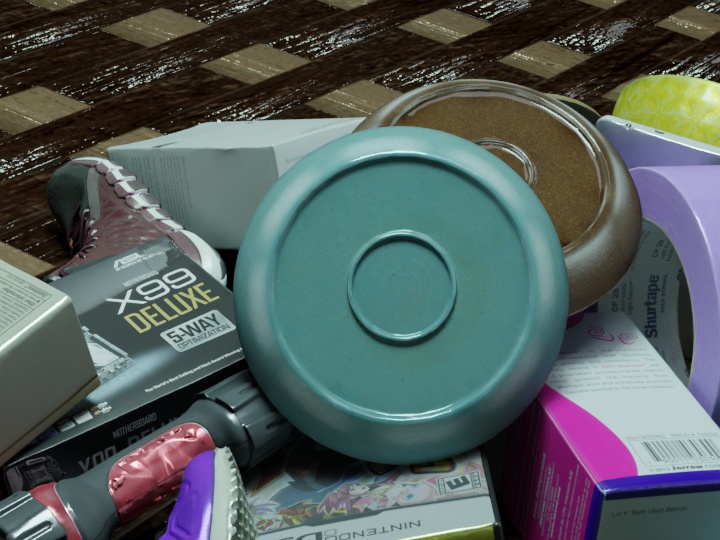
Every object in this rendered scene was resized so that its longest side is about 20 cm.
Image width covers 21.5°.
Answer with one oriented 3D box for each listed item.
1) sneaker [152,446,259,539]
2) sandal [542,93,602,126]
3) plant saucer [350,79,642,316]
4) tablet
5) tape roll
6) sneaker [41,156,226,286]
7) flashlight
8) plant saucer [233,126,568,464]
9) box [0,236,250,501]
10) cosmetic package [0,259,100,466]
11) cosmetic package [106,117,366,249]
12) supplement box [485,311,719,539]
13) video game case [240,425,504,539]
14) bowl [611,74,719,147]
[{"bbox_3d":[-0.106,0.173,0.991,0.099,0.070,0.201,-9,39,6],"label":"sneaker"},{"bbox_3d":[0.069,-0.097,1.352,0.210,0.078,0.070,-11,33,-14],"label":"sandal"},{"bbox_3d":[0.081,-0.053,1.186,0.198,0.032,0.201,3,51,-4],"label":"plant saucer"},{"bbox_3d":[0.221,-0.015,1.335,0.129,0.201,0.014,19,48,22],"label":"tablet"},{"bbox_3d":[0.210,0.033,1.227,0.065,0.202,0.200,-2,28,-19],"label":"tape roll"},{"bbox_3d":[-0.195,-0.016,1.365,0.115,0.076,0.199,-20,38,-38],"label":"sneaker"},{"bbox_3d":[-0.122,0.122,1.081,0.199,0.068,0.068,-29,68,-33],"label":"flashlight"},{"bbox_3d":[0.024,0.011,1.109,0.198,0.202,0.027,8,-9,1],"label":"plant saucer"},{"bbox_3d":[-0.166,0.064,1.198,0.199,0.050,0.158,-24,38,-26],"label":"box"},{"bbox_3d":[-0.258,0.080,1.082,0.103,0.073,0.200,24,52,38],"label":"cosmetic package"},{"bbox_3d":[-0.084,-0.065,1.409,0.199,0.082,0.112,0,14,45],"label":"cosmetic package"},{"bbox_3d":[0.147,0.115,1.160,0.100,0.104,0.200,-2,29,-16],"label":"supplement box"},{"bbox_3d":[-0.014,0.121,1.137,0.179,0.026,0.200,-11,27,2],"label":"video game case"},{"bbox_3d":[0.271,-0.053,1.491,0.199,0.200,0.108,21,72,25],"label":"bowl"}]
